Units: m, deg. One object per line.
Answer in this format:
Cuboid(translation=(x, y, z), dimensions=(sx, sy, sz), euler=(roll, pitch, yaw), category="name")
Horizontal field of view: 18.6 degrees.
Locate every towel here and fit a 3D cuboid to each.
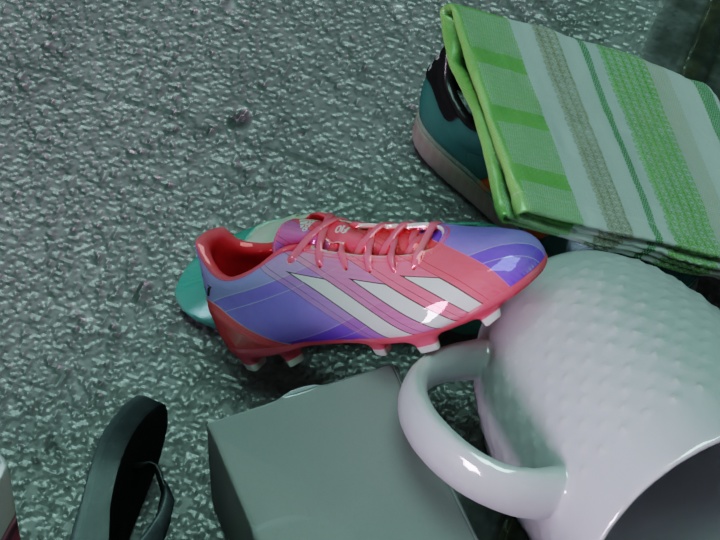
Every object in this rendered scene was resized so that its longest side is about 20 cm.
Cuboid(translation=(0.135, -0.063, 1.186), dimensions=(0.199, 0.031, 0.150), euler=(13, 46, -35), category="towel")

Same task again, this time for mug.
Cuboid(translation=(0.112, 0.076, 1.077), dimensions=(0.199, 0.148, 0.176), euler=(0, 36, -29), category="mug")

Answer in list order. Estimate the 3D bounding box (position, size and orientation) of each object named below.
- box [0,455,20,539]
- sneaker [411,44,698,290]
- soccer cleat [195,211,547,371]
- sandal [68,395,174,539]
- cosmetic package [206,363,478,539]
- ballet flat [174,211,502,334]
Cuboid(translation=(-0.225, 0.158, 0.977), dimensions=(0.127, 0.201, 0.109), euler=(18, 53, 13), category="box")
Cuboid(translation=(0.109, -0.057, 1.228), dimensions=(0.200, 0.080, 0.071), euler=(37, 57, 23), category="sneaker")
Cuboid(translation=(0.000, 0.000, 1.098), dimensions=(0.199, 0.077, 0.067), euler=(-12, 21, 39), category="soccer cleat")
Cuboid(translation=(-0.121, 0.154, 1.064), dimensions=(0.043, 0.076, 0.201), euler=(11, 54, 5), category="sandal")
Cuboid(translation=(0.005, 0.156, 1.065), dimensions=(0.106, 0.090, 0.201), euler=(-15, 53, -13), category="cosmetic package")
Cuboid(translation=(-0.002, -0.005, 1.191), dimensions=(0.199, 0.071, 0.068), euler=(2, 56, -1), category="ballet flat")
